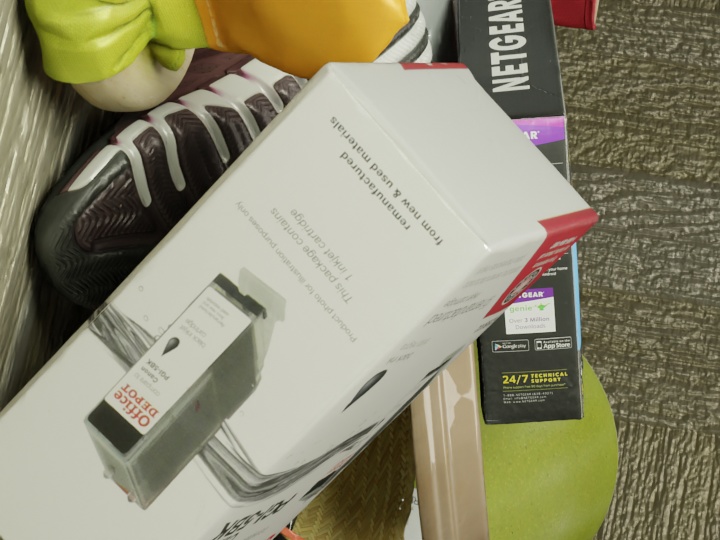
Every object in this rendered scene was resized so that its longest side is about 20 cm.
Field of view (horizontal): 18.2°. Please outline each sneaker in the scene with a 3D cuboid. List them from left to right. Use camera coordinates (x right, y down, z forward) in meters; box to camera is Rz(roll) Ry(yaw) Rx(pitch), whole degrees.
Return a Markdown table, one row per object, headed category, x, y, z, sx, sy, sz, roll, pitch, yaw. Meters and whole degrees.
| category | x | y | z | sx | sy | sz | roll | pitch | yaw |
| --- | --- | --- | --- | --- | --- | --- | --- | --- | --- |
| sneaker | -0.072 | -0.057 | 0.903 | 0.199 | 0.115 | 0.076 | -36 | 125 | -31 |

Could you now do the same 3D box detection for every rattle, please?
| category | x | y | z | sx | sy | sz | roll | pitch | yaw |
| --- | --- | --- | --- | --- | --- | --- | --- | --- | --- |
| rattle | -0.038 | -0.133 | 0.835 | 0.200 | 0.142 | 0.131 | -31 | 106 | -70 |

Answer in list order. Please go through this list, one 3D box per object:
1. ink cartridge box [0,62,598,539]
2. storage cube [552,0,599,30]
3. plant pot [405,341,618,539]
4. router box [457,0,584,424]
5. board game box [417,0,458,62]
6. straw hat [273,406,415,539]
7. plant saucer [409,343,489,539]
| category | x | y | z | sx | sy | sz | roll | pitch | yaw |
| --- | --- | --- | --- | --- | --- | --- | --- | --- | --- |
| ink cartridge box | -0.027 | 0.025 | 0.789 | 0.200 | 0.083 | 0.147 | -46 | 169 | 19 |
| storage cube | 0.059 | -0.254 | 1.269 | 0.171 | 0.178 | 0.202 | 64 | 34 | -77 |
| plant pot | 0.036 | 0.121 | 1.258 | 0.200 | 0.185 | 0.189 | -27 | 125 | -72 |
| router box | 0.075 | -0.040 | 1.072 | 0.200 | 0.051 | 0.150 | -86 | 171 | -64 |
| board game box | 0.020 | -0.203 | 1.072 | 0.200 | 0.026 | 0.202 | 22 | 68 | -75 |
| straw hat | -0.069 | 0.085 | 0.974 | 0.200 | 0.085 | 0.203 | -2 | 92 | -43 |
| plant saucer | 0.034 | 0.032 | 0.952 | 0.200 | 0.029 | 0.202 | -5 | 90 | -87 |
